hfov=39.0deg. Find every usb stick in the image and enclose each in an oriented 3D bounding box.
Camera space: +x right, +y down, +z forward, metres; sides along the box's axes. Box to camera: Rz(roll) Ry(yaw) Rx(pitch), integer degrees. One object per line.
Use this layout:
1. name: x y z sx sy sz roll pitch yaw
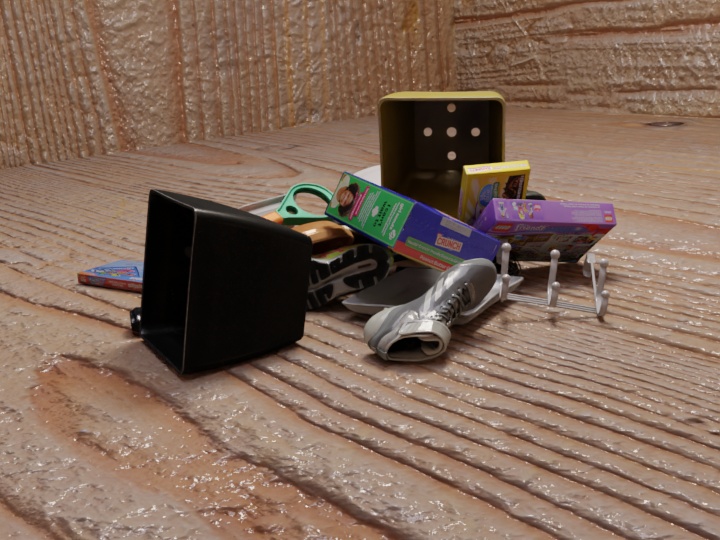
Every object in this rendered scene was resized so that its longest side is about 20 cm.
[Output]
1. usb stick: -0.225 0.058 1.437 0.197 0.033 0.056 -7 22 -14

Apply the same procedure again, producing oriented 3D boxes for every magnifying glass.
1. magnifying glass: -0.108 -0.084 1.508 0.079 0.023 0.199 41 42 19

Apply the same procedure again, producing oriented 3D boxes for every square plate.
1. square plate: 0.105 0.037 1.438 0.196 0.029 0.199 4 17 31

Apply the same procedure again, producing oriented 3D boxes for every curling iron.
1. curling iron: 0.150 0.000 1.557 0.197 0.050 0.026 -3 -29 20

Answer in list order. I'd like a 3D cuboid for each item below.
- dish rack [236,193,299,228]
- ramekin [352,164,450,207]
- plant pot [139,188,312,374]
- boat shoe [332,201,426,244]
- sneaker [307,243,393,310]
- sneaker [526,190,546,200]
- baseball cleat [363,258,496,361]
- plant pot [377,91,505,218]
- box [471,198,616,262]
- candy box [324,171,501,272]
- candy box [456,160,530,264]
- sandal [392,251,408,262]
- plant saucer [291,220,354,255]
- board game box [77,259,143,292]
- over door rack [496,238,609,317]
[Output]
1. dish rack: -0.182 -0.033 1.576 0.171 0.044 0.200 -21 -22 -52
2. ramekin: 0.062 -0.102 1.774 0.199 0.095 0.203 -5 31 3
3. plant pot: -0.170 0.010 1.319 0.175 0.203 0.200 1 10 -27
4. boat shoe: 0.014 -0.074 1.617 0.198 0.067 0.072 -3 -26 11
5. sneaker: -0.037 0.006 1.482 0.197 0.079 0.090 -10 6 21
6. sneaker: 0.245 -0.127 1.948 0.197 0.077 0.114 -4 12 -13
7. baseball cleat: 0.103 0.057 1.257 0.199 0.070 0.106 -31 32 -13
8. plant pot: 0.143 -0.205 1.667 0.197 0.203 0.177 2 23 11
9. box: 0.268 -0.059 1.543 0.197 0.040 0.137 1 -24 -17
10. candy box: 0.071 -0.059 1.437 0.168 0.078 0.199 23 2 -34
11. candy box: 0.200 -0.084 1.578 0.101 0.201 0.027 -4 47 -5
12. sandal: 0.000 0.000 1.571 0.197 0.046 0.075 -10 11 -19
13. plant saucer: -0.107 -0.026 1.537 0.198 0.038 0.200 -21 -10 -4
14. board game box: -0.365 0.010 1.686 0.198 0.020 0.102 7 16 35
15. over door rack: 0.263 -0.005 1.412 0.146 0.068 0.200 10 19 4
